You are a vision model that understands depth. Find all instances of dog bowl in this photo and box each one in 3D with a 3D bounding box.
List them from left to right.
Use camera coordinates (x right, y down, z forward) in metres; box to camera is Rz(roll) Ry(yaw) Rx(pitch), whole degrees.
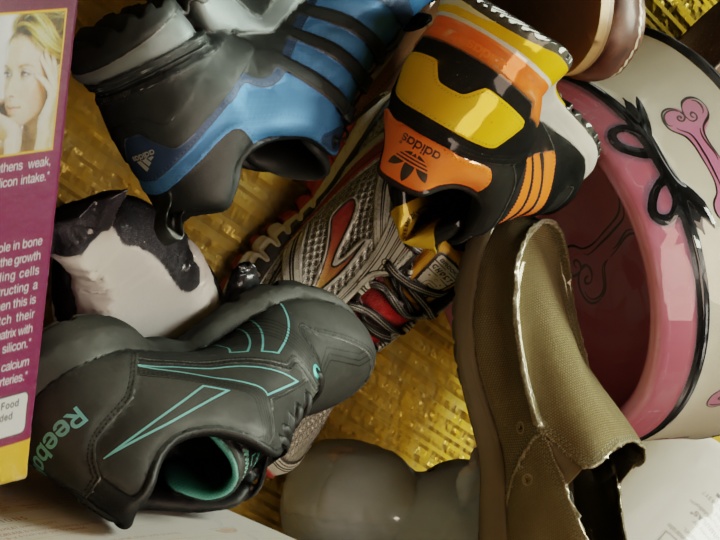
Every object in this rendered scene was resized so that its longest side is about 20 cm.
[{"bbox_3d":[0.108,-0.009,1.242,0.074,0.200,0.200,-17,119,-33],"label":"dog bowl"}]

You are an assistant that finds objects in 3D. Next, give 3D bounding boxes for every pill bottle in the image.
[{"bbox_3d":[0.123,0.179,1.401,0.200,0.114,0.114,-43,135,-33],"label":"pill bottle"}]

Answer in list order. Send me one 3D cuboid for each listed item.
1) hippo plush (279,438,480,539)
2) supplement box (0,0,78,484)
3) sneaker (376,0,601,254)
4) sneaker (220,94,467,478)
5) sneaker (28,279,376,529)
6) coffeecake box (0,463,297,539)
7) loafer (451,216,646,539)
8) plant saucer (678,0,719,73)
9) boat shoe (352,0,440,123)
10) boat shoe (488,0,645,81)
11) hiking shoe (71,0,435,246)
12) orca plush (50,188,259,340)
[{"bbox_3d":[0.017,0.153,1.204,0.159,0.200,0.161,56,50,-73],"label":"hippo plush"},{"bbox_3d":[-0.182,-0.023,0.921,0.131,0.103,0.200,-10,113,-50],"label":"supplement box"},{"bbox_3d":[0.042,-0.045,1.085,0.090,0.070,0.200,-56,166,-7],"label":"sneaker"},{"bbox_3d":[0.000,0.000,1.188,0.078,0.082,0.200,41,73,-52],"label":"sneaker"},{"bbox_3d":[-0.056,0.059,1.051,0.200,0.079,0.075,-11,138,-50],"label":"sneaker"},{"bbox_3d":[-0.110,0.124,0.998,0.153,0.200,0.073,-2,107,-52],"label":"coffeecake box"},{"bbox_3d":[0.087,0.068,1.170,0.076,0.067,0.200,4,79,-63],"label":"loafer"},{"bbox_3d":[0.180,-0.080,1.382,0.200,0.037,0.200,-44,159,-21],"label":"plant saucer"},{"bbox_3d":[0.010,-0.123,1.170,0.200,0.072,0.068,-44,166,-43],"label":"boat shoe"},{"bbox_3d":[0.080,-0.158,1.137,0.070,0.200,0.070,11,136,-38],"label":"boat shoe"},{"bbox_3d":[-0.027,-0.079,1.037,0.200,0.074,0.087,-26,100,-41],"label":"hiking shoe"},{"bbox_3d":[-0.110,0.005,1.068,0.105,0.071,0.200,-44,154,4],"label":"orca plush"}]
